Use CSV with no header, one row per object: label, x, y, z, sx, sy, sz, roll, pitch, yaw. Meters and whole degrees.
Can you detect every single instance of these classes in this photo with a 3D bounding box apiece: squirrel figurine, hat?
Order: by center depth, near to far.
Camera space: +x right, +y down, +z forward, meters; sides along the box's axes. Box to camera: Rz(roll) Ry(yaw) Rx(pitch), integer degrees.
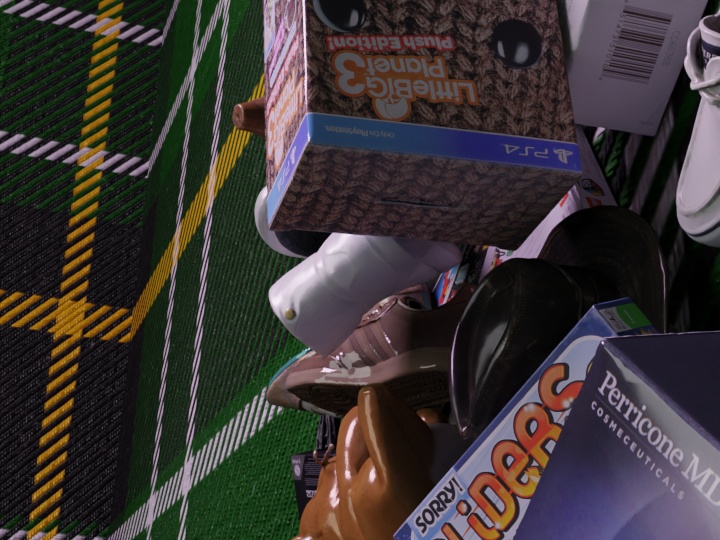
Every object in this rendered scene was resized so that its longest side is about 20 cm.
hat,0.098,0.055,0.677,0.200,0.080,0.203,-170,90,-68
squirrel figurine,0.023,0.192,0.802,0.186,0.141,0.202,-33,61,47

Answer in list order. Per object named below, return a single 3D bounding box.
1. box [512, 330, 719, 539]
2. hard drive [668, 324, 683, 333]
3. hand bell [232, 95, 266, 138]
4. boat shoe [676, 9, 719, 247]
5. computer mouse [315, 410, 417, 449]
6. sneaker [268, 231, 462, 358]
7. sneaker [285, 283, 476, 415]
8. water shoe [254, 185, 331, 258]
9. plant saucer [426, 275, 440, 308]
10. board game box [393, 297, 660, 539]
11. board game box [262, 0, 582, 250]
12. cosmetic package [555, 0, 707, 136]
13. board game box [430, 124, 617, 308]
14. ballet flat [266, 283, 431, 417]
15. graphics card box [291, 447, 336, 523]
box,0.148,0.156,0.423,0.200,0.122,0.200,47,127,46
hard drive,0.156,0.138,0.635,0.132,0.026,0.202,-136,58,-68
hand bell,0.006,-0.102,0.786,0.104,0.199,0.105,15,107,56
boat shoe,0.195,-0.105,0.577,0.072,0.065,0.201,-106,31,-52
computer mouse,0.016,0.098,1.031,0.200,0.046,0.142,155,119,-64
sneaker,0.000,0.000,0.809,0.115,0.074,0.200,-41,-10,15
sneaker,0.024,0.061,0.872,0.199,0.070,0.076,-13,51,47
water shoe,-0.022,-0.064,0.851,0.079,0.199,0.072,31,120,27
plant saucer,0.048,-0.022,1.038,0.200,0.032,0.202,-169,90,-72
board game box,0.111,0.131,0.596,0.136,0.034,0.201,53,128,26
board game box,0.029,-0.127,0.696,0.097,0.158,0.202,123,147,-59
cosmetic package,0.139,-0.181,0.761,0.200,0.080,0.114,-115,36,-58
board game box,0.110,-0.006,0.832,0.127,0.034,0.201,-101,27,-46
ballet flat,-0.010,0.080,0.958,0.200,0.068,0.068,-45,60,38
graphics card box,-0.007,0.247,0.965,0.125,0.050,0.202,153,108,-69
